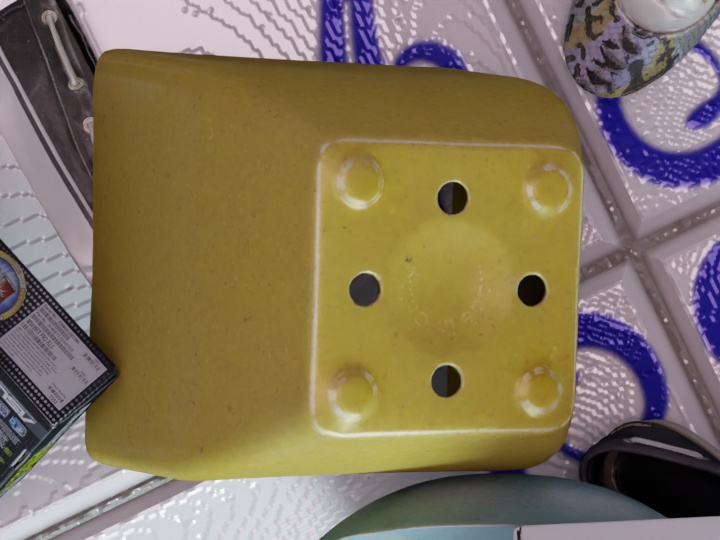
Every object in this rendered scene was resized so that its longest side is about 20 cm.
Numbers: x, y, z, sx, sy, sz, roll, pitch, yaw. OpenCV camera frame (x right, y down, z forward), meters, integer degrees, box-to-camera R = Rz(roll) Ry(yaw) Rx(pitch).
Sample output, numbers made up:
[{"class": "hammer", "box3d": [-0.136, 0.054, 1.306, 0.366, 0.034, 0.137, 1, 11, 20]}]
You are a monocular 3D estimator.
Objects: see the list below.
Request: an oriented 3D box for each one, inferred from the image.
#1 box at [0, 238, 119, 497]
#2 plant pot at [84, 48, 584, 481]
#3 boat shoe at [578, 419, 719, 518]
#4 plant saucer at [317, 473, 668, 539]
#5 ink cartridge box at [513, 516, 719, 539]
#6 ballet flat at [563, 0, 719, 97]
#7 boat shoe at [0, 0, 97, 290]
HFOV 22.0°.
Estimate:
[{"class": "box", "box3d": [-0.217, 0.013, 0.867, 0.200, 0.160, 0.044, 48, 56, 1]}, {"class": "plant pot", "box3d": [0.000, 0.000, 0.805, 0.194, 0.200, 0.196, 1, 92, -22]}, {"class": "boat shoe", "box3d": [0.186, 0.133, 0.857, 0.200, 0.063, 0.073, 31, 106, 33]}, {"class": "plant saucer", "box3d": [0.071, 0.127, 0.853, 0.201, 0.201, 0.039, 4, 67, 2]}, {"class": "ink cartridge box", "box3d": [0.138, 0.191, 0.791, 0.145, 0.200, 0.083, -3, 48, 0]}, {"class": "ballet flat", "box3d": [0.168, -0.170, 0.887, 0.072, 0.072, 0.200, 39, 94, 0]}, {"class": "boat shoe", "box3d": [-0.122, -0.046, 0.902, 0.064, 0.071, 0.200, -31, 89, 4]}]
